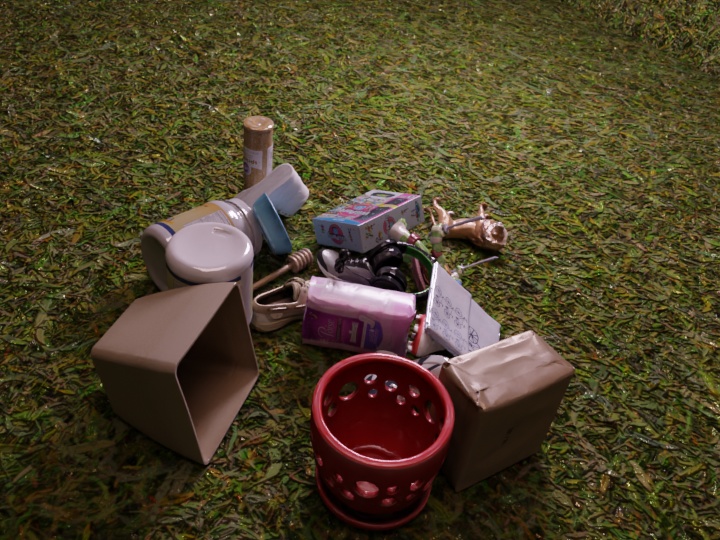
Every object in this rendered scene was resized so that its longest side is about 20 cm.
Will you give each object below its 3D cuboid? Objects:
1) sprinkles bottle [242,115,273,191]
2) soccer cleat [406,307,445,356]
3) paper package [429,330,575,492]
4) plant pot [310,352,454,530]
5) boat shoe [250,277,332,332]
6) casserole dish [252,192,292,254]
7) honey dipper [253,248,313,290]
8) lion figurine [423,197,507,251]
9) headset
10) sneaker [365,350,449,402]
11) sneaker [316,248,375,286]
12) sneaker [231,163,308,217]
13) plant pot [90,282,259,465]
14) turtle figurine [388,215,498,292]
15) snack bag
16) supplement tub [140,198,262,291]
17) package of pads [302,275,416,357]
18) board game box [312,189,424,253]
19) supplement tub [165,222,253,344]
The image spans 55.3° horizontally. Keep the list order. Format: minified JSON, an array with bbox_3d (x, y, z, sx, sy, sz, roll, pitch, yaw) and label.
[{"bbox_3d":[-0.227,-0.238,1.521,0.067,0.202,0.069,5,38,-4],"label":"sprinkles bottle"},{"bbox_3d":[0.138,0.113,1.223,0.084,0.070,0.200,20,11,11],"label":"soccer cleat"},{"bbox_3d":[0.205,0.212,1.048,0.188,0.202,0.104,-15,44,-26],"label":"paper package"},{"bbox_3d":[0.022,0.250,0.981,0.197,0.184,0.202,6,39,-5],"label":"plant pot"},{"bbox_3d":[-0.119,0.050,1.294,0.198,0.066,0.072,-20,47,-34],"label":"boat shoe"},{"bbox_3d":[-0.180,-0.086,1.376,0.038,0.200,0.122,-27,91,-7],"label":"casserole dish"},{"bbox_3d":[-0.175,0.013,1.357,0.038,0.038,0.199,33,47,28],"label":"honey dipper"},{"bbox_3d":[0.234,-0.098,1.553,0.197,0.073,0.124,2,50,15],"label":"lion figurine"},{"bbox_3d":[0.051,-0.006,1.259,0.197,0.094,0.125,3,54,-12],"label":"headset"},{"bbox_3d":[0.074,0.202,1.112,0.197,0.080,0.130,9,45,32],"label":"sneaker"},{"bbox_3d":[0.000,0.000,1.364,0.199,0.080,0.074,28,35,23],"label":"sneaker"},{"bbox_3d":[-0.204,-0.137,1.507,0.199,0.116,0.074,-33,57,6],"label":"sneaker"},{"bbox_3d":[-0.290,0.143,1.060,0.175,0.202,0.201,7,38,16],"label":"plant pot"},{"bbox_3d":[0.165,-0.042,1.405,0.193,0.202,0.143,34,11,35],"label":"turtle figurine"},{"bbox_3d":[0.190,0.102,1.229,0.200,0.021,0.190,43,33,-19],"label":"snack bag"},{"bbox_3d":[-0.302,-0.048,1.320,0.144,0.146,0.199,35,45,30],"label":"supplement tub"},{"bbox_3d":[-0.004,0.086,1.229,0.197,0.122,0.076,10,39,2],"label":"package of pads"},{"bbox_3d":[0.019,-0.110,1.484,0.146,0.065,0.199,12,32,44],"label":"board game box"},{"bbox_3d":[-0.257,0.036,1.179,0.143,0.202,0.146,5,38,-4],"label":"supplement tub"}]
